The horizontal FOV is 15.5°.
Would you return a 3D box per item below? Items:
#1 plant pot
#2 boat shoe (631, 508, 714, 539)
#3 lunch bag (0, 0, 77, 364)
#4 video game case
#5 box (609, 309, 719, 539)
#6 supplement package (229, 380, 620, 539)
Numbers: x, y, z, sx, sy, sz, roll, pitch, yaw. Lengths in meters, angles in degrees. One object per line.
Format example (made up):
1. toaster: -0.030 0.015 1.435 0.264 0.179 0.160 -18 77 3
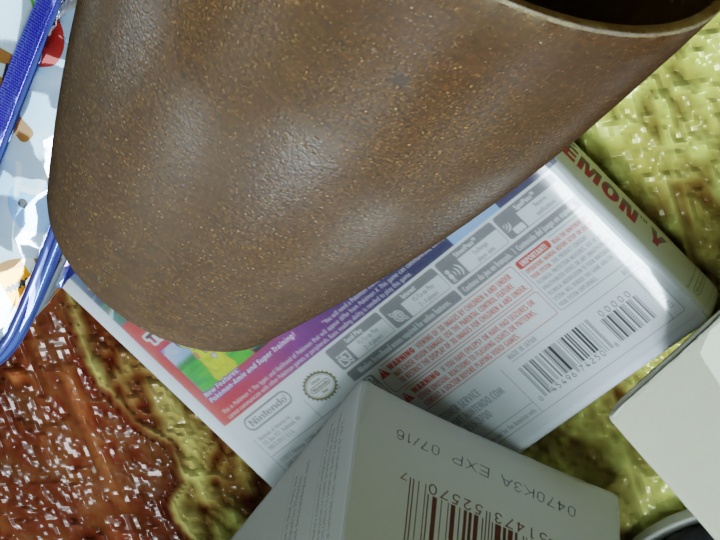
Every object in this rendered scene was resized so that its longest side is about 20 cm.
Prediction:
1. plant pot: -0.014 -0.073 0.826 0.187 0.187 0.200 35 126 -3
2. boat shoe: 0.098 0.161 1.010 0.074 0.060 0.200 42 126 -8
3. lunch bag: -0.149 -0.070 0.941 0.160 0.076 0.200 28 118 4
4. video game case: 0.000 0.000 0.972 0.182 0.023 0.200 44 127 -9
5. box: 0.181 0.094 0.887 0.200 0.082 0.068 49 116 6
6. supplement package: -0.003 0.159 0.993 0.117 0.117 0.200 25 131 -17
